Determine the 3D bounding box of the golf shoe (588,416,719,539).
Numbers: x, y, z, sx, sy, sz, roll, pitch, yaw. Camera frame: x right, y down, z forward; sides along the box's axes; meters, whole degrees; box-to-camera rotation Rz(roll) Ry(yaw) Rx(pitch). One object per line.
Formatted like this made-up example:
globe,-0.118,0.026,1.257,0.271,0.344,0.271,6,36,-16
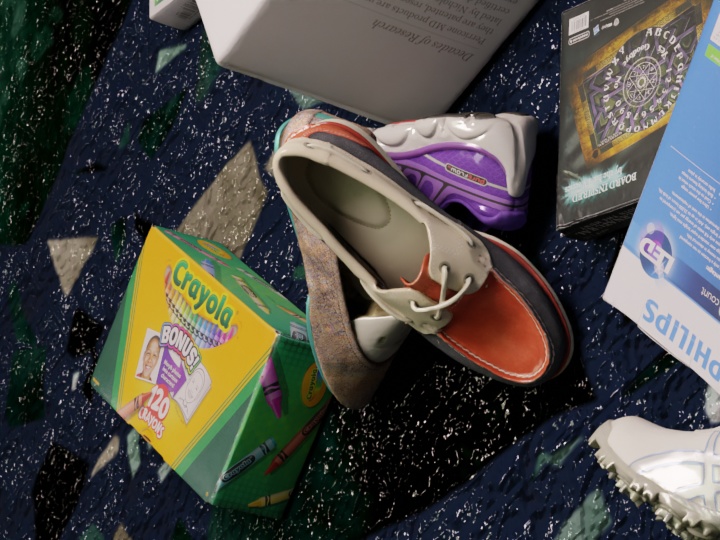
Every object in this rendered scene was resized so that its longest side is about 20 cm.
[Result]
golf shoe,0.197,0.103,1.416,0.097,0.078,0.200,-55,40,-2

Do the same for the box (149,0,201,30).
box,-0.098,-0.288,2.032,0.144,0.036,0.200,-31,54,47

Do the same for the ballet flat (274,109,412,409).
ballet flat,0.000,0.000,1.683,0.067,0.200,0.068,6,37,30

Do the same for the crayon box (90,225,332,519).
crayon box,-0.093,0.063,1.855,0.200,0.058,0.119,37,108,55

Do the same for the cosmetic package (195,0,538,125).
cosmetic package,0.012,-0.222,1.721,0.200,0.165,0.165,-50,39,31

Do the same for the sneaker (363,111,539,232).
sneaker,0.029,-0.045,1.708,0.200,0.081,0.084,-6,84,58

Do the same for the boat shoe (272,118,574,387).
boat shoe,0.033,-0.006,1.593,0.071,0.200,0.063,-47,-2,18

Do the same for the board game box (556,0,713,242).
board game box,0.179,-0.103,1.548,0.200,0.028,0.135,-20,61,51

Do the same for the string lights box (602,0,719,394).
string lights box,0.200,-0.049,1.426,0.103,0.059,0.200,42,122,44
